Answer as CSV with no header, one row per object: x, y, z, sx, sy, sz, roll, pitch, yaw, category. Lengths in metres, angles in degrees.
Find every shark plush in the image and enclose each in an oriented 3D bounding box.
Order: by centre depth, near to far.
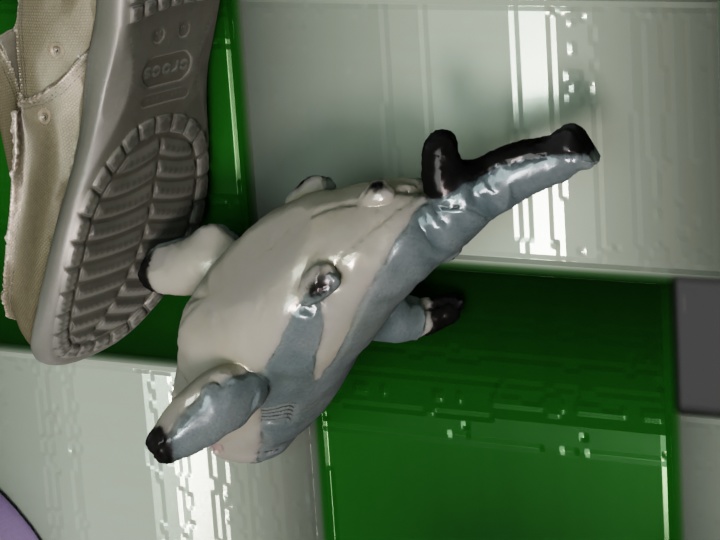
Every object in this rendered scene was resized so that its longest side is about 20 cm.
0.000,0.000,0.861,0.200,0.083,0.091,-44,39,21,shark plush

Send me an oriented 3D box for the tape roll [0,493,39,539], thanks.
-0.213,0.170,1.020,0.199,0.066,0.201,8,108,27,tape roll

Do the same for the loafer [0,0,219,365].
-0.098,-0.063,0.892,0.069,0.075,0.201,25,111,32,loafer
